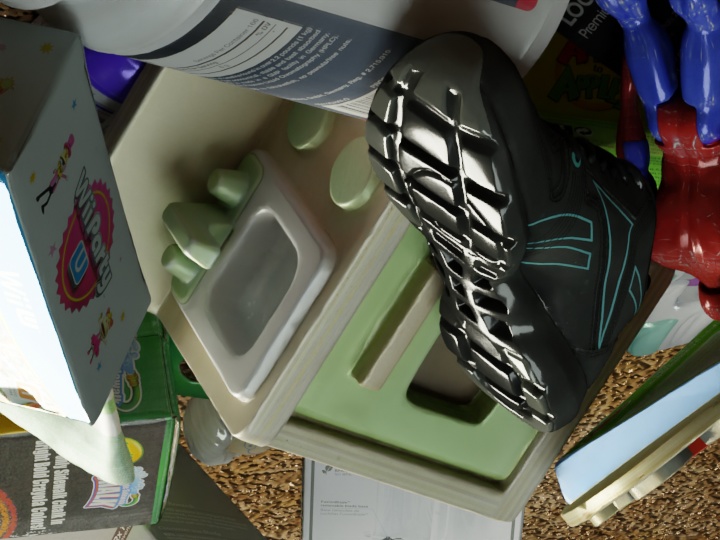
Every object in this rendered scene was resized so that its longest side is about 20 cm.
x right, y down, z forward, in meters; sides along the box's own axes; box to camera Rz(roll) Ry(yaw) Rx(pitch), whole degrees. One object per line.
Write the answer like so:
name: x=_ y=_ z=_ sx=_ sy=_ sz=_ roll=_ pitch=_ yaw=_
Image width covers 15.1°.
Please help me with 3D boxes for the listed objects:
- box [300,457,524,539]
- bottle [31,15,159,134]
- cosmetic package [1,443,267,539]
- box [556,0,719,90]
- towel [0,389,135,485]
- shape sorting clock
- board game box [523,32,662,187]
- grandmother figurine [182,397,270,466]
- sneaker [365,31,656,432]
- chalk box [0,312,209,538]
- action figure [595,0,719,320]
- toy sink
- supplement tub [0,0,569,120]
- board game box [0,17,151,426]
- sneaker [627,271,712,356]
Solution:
box: x=0.027 y=0.087 z=1.376 sx=0.116 sy=0.060 sz=0.201 roll=1 pitch=126 yaw=-1
bottle: x=-0.129 y=-0.056 z=1.136 sx=0.083 sy=0.065 sz=0.200 roll=13 pitch=146 yaw=-35
cosmetic package: x=-0.121 y=0.148 z=1.383 sx=0.090 sy=0.200 sz=0.107 roll=11 pitch=108 yaw=-41
box: x=0.150 y=-0.115 z=1.022 sx=0.200 sy=0.036 sz=0.143 roll=35 pitch=133 yaw=-5
towel: x=-0.163 y=-0.012 z=1.086 sx=0.023 sy=0.152 sz=0.200 roll=-41 pitch=143 yaw=-27
shape sorting clock: x=0.160 y=0.038 z=1.089 sx=0.200 sy=0.039 sz=0.200 roll=-38 pitch=180 yaw=0
board game box: x=0.121 y=-0.060 z=1.161 sx=0.199 sy=0.048 sz=0.102 roll=9 pitch=158 yaw=14
grandmother figurine: x=0.000 y=0.057 z=1.425 sx=0.199 sy=0.061 sz=0.121 roll=-18 pitch=138 yaw=9
sneaker: x=0.058 y=-0.026 z=0.964 sx=0.079 sy=0.075 sz=0.200 roll=-42 pitch=147 yaw=-16
chalk box: x=-0.151 y=0.046 z=1.271 sx=0.199 sy=0.124 sz=0.125 roll=-5 pitch=153 yaw=-13
action figure: x=0.123 y=-0.066 z=1.016 sx=0.065 sy=0.052 sz=0.201 roll=3 pitch=123 yaw=26
toy sink: x=0.000 y=0.000 z=1.064 sx=0.200 sy=0.112 sz=0.131 roll=22 pitch=108 yaw=-34
supplement tub: x=-0.034 y=-0.133 z=0.931 sx=0.200 sy=0.141 sz=0.140 roll=13 pitch=146 yaw=-39
board game box: x=-0.185 y=-0.032 z=0.948 sx=0.199 sy=0.064 sz=0.148 roll=12 pitch=145 yaw=16
sneaker: x=0.189 y=-0.028 z=1.316 sx=0.139 sy=0.078 sz=0.200 roll=-14 pitch=162 yaw=0
